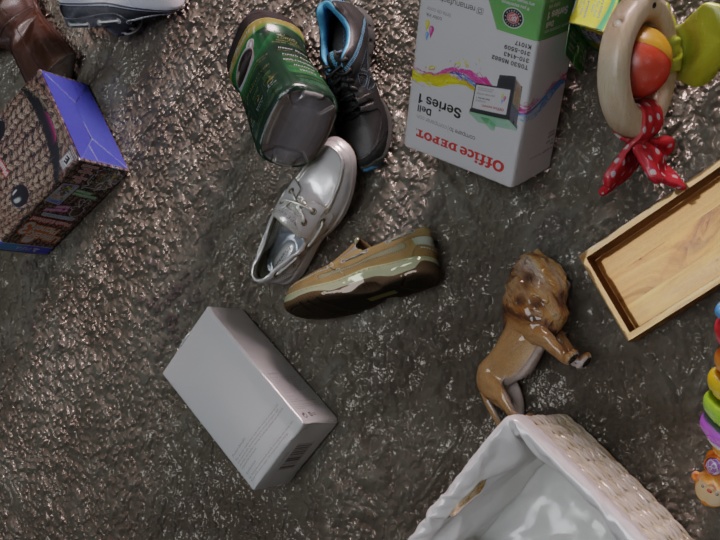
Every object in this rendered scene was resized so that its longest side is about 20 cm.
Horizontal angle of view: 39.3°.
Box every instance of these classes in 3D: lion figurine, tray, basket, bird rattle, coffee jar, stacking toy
[{"bbox_3d":[0.164,0.088,1.048,0.123,0.072,0.202,45,113,33],"label":"lion figurine"},{"bbox_3d":[0.322,-0.026,0.981,0.199,0.037,0.100,-36,69,23],"label":"tray"},{"bbox_3d":[0.180,0.270,0.972,0.200,0.160,0.200,43,107,25],"label":"basket"},{"bbox_3d":[0.262,-0.177,0.955,0.112,0.163,0.202,21,77,44],"label":"bird rattle"},{"bbox_3d":[-0.096,-0.218,1.178,0.105,0.084,0.202,-61,35,31],"label":"coffee jar"},{"bbox_3d":[0.352,0.130,0.925,0.115,0.109,0.203,27,111,27],"label":"stacking toy"}]

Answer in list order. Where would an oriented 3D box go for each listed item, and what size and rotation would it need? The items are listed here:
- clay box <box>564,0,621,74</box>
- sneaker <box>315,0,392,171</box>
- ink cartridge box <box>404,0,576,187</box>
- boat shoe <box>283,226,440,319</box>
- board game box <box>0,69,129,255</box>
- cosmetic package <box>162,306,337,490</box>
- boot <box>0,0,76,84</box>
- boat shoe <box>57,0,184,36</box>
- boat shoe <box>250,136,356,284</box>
[{"bbox_3d":[0.257,-0.296,0.993,0.047,0.115,0.204,18,97,21],"label":"clay box"},{"bbox_3d":[-0.017,-0.215,1.172,0.072,0.082,0.204,-15,80,26],"label":"sneaker"},{"bbox_3d":[0.132,-0.207,1.036,0.143,0.083,0.203,26,125,30],"label":"ink cartridge box"},{"bbox_3d":[0.000,0.000,1.162,0.197,0.072,0.078,-15,64,22],"label":"boat shoe"},{"bbox_3d":[-0.447,-0.148,1.415,0.199,0.096,0.161,-39,68,22],"label":"board game box"},{"bbox_3d":[-0.136,0.150,1.218,0.113,0.081,0.200,-50,63,17],"label":"cosmetic package"},{"bbox_3d":[-0.513,-0.307,1.493,0.186,0.064,0.201,-45,70,22],"label":"boot"},{"bbox_3d":[-0.326,-0.355,1.380,0.196,0.072,0.069,5,123,17],"label":"boat shoe"},{"bbox_3d":[-0.069,-0.062,1.179,0.070,0.069,0.202,38,117,21],"label":"boat shoe"}]
